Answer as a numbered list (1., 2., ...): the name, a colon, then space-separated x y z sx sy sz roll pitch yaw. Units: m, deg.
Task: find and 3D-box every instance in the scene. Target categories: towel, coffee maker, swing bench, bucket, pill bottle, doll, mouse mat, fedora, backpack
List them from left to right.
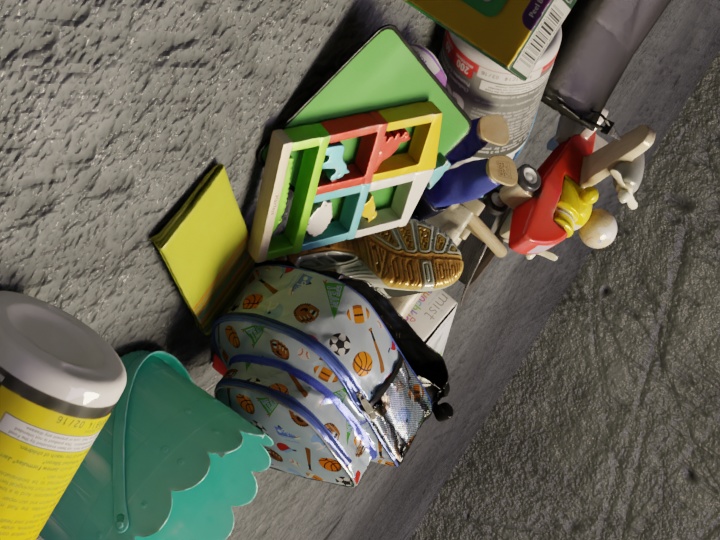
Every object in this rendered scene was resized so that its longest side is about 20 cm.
1. pill bottle: -0.245 0.125 0.821 0.202 0.111 0.111 -58 164 11
2. bucket: -0.183 0.177 1.069 0.208 0.134 0.208 -49 165 -18
3. towel: -0.127 -0.015 1.065 0.087 0.018 0.201 -56 165 -17
4. backpack: -0.047 0.090 1.136 0.155 0.198 0.192 -52 130 -38
5. mouse mat: 0.009 -0.115 1.115 0.161 0.008 0.200 -44 146 5
6. swing bench: 0.049 -0.002 1.417 0.200 0.129 0.200 -53 159 -2
7. doll: 0.068 -0.087 1.272 0.048 0.139 0.199 -5 171 -42
8. fedora: 0.143 -0.063 1.627 0.201 0.090 0.178 -54 168 -29
9. pill bottle: 0.128 -0.183 1.290 0.114 0.113 0.201 -45 162 -30
10. coffee maker: 0.261 -0.265 1.369 0.202 0.191 0.134 -58 155 8

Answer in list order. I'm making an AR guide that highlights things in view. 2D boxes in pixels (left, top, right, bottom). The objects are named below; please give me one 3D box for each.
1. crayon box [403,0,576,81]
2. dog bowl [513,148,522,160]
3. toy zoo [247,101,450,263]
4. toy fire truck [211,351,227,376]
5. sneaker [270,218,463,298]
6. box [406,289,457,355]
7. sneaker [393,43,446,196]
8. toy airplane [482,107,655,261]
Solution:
1. crayon box: 0.099 -0.271 0.909 0.201 0.172 0.058 -57 161 11
2. dog bowl: 0.157 -0.159 1.489 0.200 0.049 0.113 -48 156 -47
3. toy zoo: -0.002 -0.082 1.119 0.198 0.021 0.132 -16 139 -32
4. toy fire truck: -0.107 0.100 1.299 0.200 0.048 0.142 -47 163 -31
5. sneaker: 0.000 0.000 1.242 0.088 0.196 0.077 108 -22 -63
6. box: 0.027 0.126 1.663 0.200 0.096 0.177 -46 162 -27
7. sneaker: 0.041 -0.132 1.222 0.115 0.072 0.202 -49 164 -29
8. toy airplane: 0.244 -0.091 1.442 0.199 0.141 0.200 -42 -176 5
